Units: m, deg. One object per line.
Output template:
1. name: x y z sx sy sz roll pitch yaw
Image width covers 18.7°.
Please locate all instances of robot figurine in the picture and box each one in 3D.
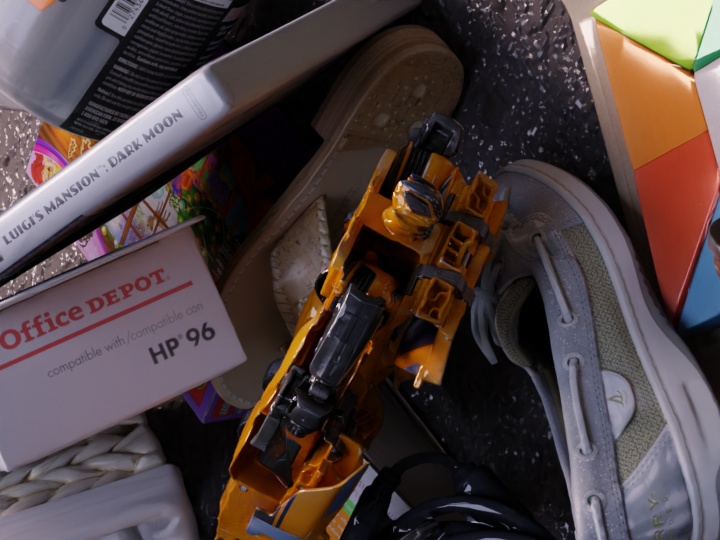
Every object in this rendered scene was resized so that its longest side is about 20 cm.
1. robot figurine: 0.000 0.030 0.848 0.058 0.145 0.200 26 141 -2

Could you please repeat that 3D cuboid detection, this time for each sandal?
1. sandal: -0.005 0.000 0.952 0.070 0.077 0.212 54 129 40

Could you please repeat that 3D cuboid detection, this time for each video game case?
1. video game case: -0.080 -0.054 0.911 0.182 0.200 0.023 -33 93 29

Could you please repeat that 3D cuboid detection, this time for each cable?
1. cable: 0.045 0.179 0.913 0.163 0.051 0.201 33 123 15

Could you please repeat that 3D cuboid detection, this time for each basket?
1. basket: -0.191 0.125 1.093 0.136 0.199 0.124 90 158 -60

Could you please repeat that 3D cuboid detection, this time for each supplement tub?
1. supplement tub: -0.092 -0.166 0.977 0.200 0.122 0.123 -53 54 20

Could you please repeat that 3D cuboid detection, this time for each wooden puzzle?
1. wooden puzzle: 0.149 -0.057 0.779 0.185 0.037 0.201 -31 72 49

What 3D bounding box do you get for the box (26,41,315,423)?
1. box: -0.091 -0.042 1.084 0.200 0.039 0.137 51 132 34

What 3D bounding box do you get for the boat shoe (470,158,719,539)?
1. boat shoe: 0.078 0.030 0.826 0.202 0.064 0.075 -115 14 -45

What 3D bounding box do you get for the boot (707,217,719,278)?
1. boot: 0.169 0.101 0.734 0.186 0.064 0.201 32 125 24

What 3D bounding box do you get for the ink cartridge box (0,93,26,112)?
1. ink cartridge box: -0.201 -0.170 1.104 0.067 0.115 0.200 -62 34 34

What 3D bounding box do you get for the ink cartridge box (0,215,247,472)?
1. ink cartridge box: -0.125 0.036 0.952 0.068 0.116 0.200 66 162 -2

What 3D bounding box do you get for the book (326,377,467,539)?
1. book: -0.004 0.167 1.006 0.134 0.048 0.200 49 132 30
